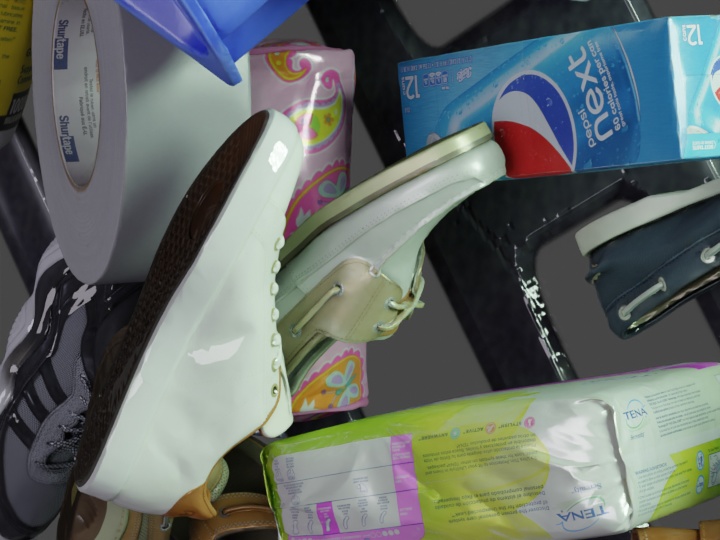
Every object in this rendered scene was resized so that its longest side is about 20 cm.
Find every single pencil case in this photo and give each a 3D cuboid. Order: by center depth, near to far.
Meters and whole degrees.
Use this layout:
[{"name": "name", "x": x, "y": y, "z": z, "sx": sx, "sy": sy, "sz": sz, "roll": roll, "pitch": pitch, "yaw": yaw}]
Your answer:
[{"name": "pencil case", "x": -0.040, "y": -0.019, "z": 1.253, "sx": 0.087, "sy": 0.087, "sz": 0.201, "roll": 2, "pitch": 96, "yaw": 32}]

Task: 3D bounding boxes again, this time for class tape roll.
[{"name": "tape roll", "x": -0.115, "y": -0.095, "z": 1.238, "sx": 0.200, "sy": 0.066, "sz": 0.201, "roll": 175, "pitch": 90, "yaw": -70}]

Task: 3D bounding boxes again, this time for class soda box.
[{"name": "soda box", "x": 0.103, "y": -0.077, "z": 1.128, "sx": 0.200, "sy": 0.068, "sz": 0.065, "roll": -4, "pitch": 92, "yaw": 55}]

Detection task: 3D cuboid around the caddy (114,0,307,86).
[{"name": "caddy", "x": -0.095, "y": -0.177, "z": 1.081, "sx": 0.105, "sy": 0.141, "sz": 0.200, "roll": -34, "pitch": 84, "yaw": -3}]

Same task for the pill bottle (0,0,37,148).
[{"name": "pill bottle", "x": -0.216, "y": -0.175, "z": 1.332, "sx": 0.112, "sy": 0.112, "sz": 0.201, "roll": 31, "pitch": 110, "yaw": 26}]

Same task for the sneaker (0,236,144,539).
[{"name": "sneaker", "x": -0.146, "y": 0.077, "z": 1.322, "sx": 0.114, "sy": 0.075, "sz": 0.201, "roll": 34, "pitch": 109, "yaw": 42}]

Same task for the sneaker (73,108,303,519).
[{"name": "sneaker", "x": -0.059, "y": 0.024, "z": 1.130, "sx": 0.084, "sy": 0.073, "sz": 0.201, "roll": 21, "pitch": 104, "yaw": -18}]

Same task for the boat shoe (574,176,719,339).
[{"name": "boat shoe", "x": 0.188, "y": -0.021, "z": 1.116, "sx": 0.199, "sy": 0.075, "sz": 0.062, "roll": -22, "pitch": 81, "yaw": 33}]

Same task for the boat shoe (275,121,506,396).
[{"name": "boat shoe", "x": 0.000, "y": 0.000, "z": 1.156, "sx": 0.200, "sy": 0.075, "sz": 0.069, "roll": -34, "pitch": 85, "yaw": 35}]

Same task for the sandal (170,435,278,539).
[{"name": "sandal", "x": -0.053, "y": 0.155, "z": 1.293, "sx": 0.200, "sy": 0.054, "sz": 0.080, "roll": 45, "pitch": 115, "yaw": 27}]

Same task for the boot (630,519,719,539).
[{"name": "boot", "x": 0.189, "y": 0.209, "z": 1.096, "sx": 0.154, "sy": 0.074, "sz": 0.201, "roll": 3, "pitch": 84, "yaw": -8}]

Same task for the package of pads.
[{"name": "package of pads", "x": 0.070, "y": 0.092, "z": 1.153, "sx": 0.199, "sy": 0.154, "sz": 0.069, "roll": -11, "pitch": 89, "yaw": 32}]

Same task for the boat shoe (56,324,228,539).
[{"name": "boat shoe", "x": -0.104, "y": 0.096, "z": 1.244, "sx": 0.200, "sy": 0.076, "sz": 0.072, "roll": 114, "pitch": 157, "yaw": -50}]
